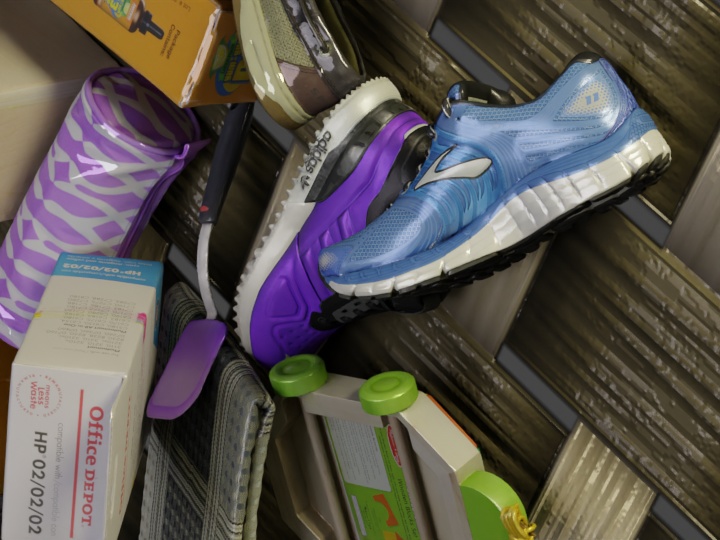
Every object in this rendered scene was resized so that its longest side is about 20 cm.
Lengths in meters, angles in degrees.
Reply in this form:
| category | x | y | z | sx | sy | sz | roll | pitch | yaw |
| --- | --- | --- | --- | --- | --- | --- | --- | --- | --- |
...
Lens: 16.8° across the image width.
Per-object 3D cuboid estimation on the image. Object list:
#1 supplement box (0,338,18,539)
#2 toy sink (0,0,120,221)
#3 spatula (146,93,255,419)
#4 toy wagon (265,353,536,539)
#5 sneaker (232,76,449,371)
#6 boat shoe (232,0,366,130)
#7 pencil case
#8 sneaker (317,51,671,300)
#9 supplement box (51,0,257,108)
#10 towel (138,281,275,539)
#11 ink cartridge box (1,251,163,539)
| category | x | y | z | sx | sy | sz | roll | pitch | yaw |
| --- | --- | --- | --- | --- | --- | --- | --- | --- | --- |
| supplement box | -0.298 | 0.124 | 1.594 | 0.200 | 0.196 | 0.133 | -42 | 70 | 43 |
| toy sink | -0.269 | -0.126 | 1.548 | 0.200 | 0.130 | 0.113 | 42 | 128 | 29 |
| spatula | -0.087 | -0.011 | 1.418 | 0.056 | 0.020 | 0.202 | 1 | 79 | 59 |
| toy wagon | 0.026 | 0.127 | 1.353 | 0.199 | 0.039 | 0.156 | 8 | 123 | 42 |
| sneaker | 0.000 | 0.000 | 1.347 | 0.099 | 0.069 | 0.201 | 41 | 130 | 20 |
| boat shoe | -0.040 | -0.179 | 1.348 | 0.066 | 0.072 | 0.202 | -19 | 73 | 18 |
| pencil case | -0.167 | -0.030 | 1.499 | 0.086 | 0.084 | 0.201 | 46 | 129 | 22 |
| sneaker | 0.059 | -0.047 | 1.247 | 0.199 | 0.078 | 0.090 | -29 | 79 | 24 |
| supplement box | -0.133 | -0.172 | 1.437 | 0.200 | 0.068 | 0.067 | 41 | 119 | 34 |
| towel | -0.090 | 0.132 | 1.450 | 0.193 | 0.034 | 0.202 | -136 | 51 | -63 |
| ink cartridge box | -0.161 | 0.082 | 1.398 | 0.067 | 0.200 | 0.116 | 7 | 113 | 0 |
